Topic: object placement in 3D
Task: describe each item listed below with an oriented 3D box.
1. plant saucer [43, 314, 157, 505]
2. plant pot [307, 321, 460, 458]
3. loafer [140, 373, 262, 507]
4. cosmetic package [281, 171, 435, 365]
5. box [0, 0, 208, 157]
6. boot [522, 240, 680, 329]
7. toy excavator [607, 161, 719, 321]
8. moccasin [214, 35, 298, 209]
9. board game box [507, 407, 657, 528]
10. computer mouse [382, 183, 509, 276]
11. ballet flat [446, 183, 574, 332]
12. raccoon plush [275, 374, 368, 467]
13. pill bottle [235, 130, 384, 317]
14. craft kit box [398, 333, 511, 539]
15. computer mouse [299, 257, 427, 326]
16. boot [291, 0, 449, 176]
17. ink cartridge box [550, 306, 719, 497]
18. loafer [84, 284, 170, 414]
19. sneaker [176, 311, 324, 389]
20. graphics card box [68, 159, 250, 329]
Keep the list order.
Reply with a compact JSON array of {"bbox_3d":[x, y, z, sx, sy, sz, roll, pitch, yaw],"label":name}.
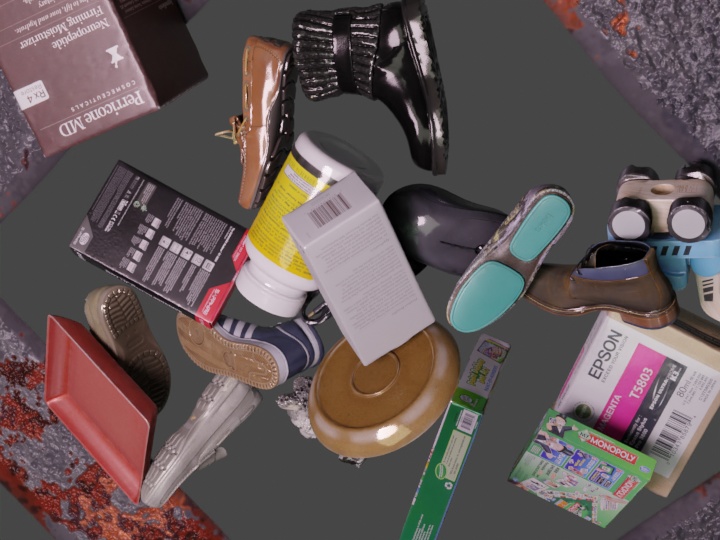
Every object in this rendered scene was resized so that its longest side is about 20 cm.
[{"bbox_3d":[-0.322,0.170,1.855,0.200,0.037,0.200,43,145,20],"label":"plant saucer"},{"bbox_3d":[0.021,0.126,1.725,0.198,0.201,0.028,-16,135,20],"label":"plant pot"},{"bbox_3d":[-0.197,0.218,1.845,0.070,0.070,0.201,41,82,-22],"label":"loafer"},{"bbox_3d":[0.000,0.000,1.663,0.101,0.071,0.201,-31,130,-7],"label":"cosmetic package"},{"bbox_3d":[-0.306,-0.267,1.684,0.165,0.164,0.202,-19,104,21],"label":"box"},{"bbox_3d":[0.251,-0.002,1.620,0.198,0.075,0.097,10,141,33],"label":"boot"},{"bbox_3d":[0.374,-0.010,1.641,0.192,0.100,0.202,0,122,17],"label":"toy excavator"},{"bbox_3d":[-0.122,-0.171,1.720,0.077,0.074,0.203,15,116,19],"label":"moccasin"},{"bbox_3d":[0.254,0.234,1.720,0.134,0.029,0.200,25,155,5],"label":"board game box"},{"bbox_3d":[0.120,-0.041,1.685,0.198,0.053,0.140,13,116,-6],"label":"computer mouse"},{"bbox_3d":[0.168,-0.016,1.645,0.072,0.072,0.201,38,110,-1],"label":"ballet flat"},{"bbox_3d":[-0.007,0.140,1.802,0.134,0.097,0.201,39,103,8],"label":"raccoon plush"},{"bbox_3d":[-0.065,-0.052,1.715,0.112,0.112,0.201,31,108,3],"label":"pill bottle"},{"bbox_3d":[0.111,0.201,1.723,0.048,0.198,0.202,22,113,9],"label":"craft kit box"},{"bbox_3d":[0.007,0.004,1.763,0.199,0.034,0.059,-31,114,18],"label":"computer mouse"},{"bbox_3d":[0.014,-0.200,1.665,0.156,0.079,0.213,-11,96,12],"label":"boot"},{"bbox_3d":[0.327,0.136,1.707,0.163,0.075,0.201,25,115,4],"label":"ink cartridge box"},{"bbox_3d":[-0.296,0.101,1.869,0.068,0.075,0.202,23,132,48],"label":"loafer"},{"bbox_3d":[-0.133,0.085,1.825,0.199,0.108,0.071,21,121,40],"label":"sneaker"},{"bbox_3d":[-0.235,-0.031,1.782,0.199,0.051,0.126,27,79,3],"label":"graphics card box"}]
